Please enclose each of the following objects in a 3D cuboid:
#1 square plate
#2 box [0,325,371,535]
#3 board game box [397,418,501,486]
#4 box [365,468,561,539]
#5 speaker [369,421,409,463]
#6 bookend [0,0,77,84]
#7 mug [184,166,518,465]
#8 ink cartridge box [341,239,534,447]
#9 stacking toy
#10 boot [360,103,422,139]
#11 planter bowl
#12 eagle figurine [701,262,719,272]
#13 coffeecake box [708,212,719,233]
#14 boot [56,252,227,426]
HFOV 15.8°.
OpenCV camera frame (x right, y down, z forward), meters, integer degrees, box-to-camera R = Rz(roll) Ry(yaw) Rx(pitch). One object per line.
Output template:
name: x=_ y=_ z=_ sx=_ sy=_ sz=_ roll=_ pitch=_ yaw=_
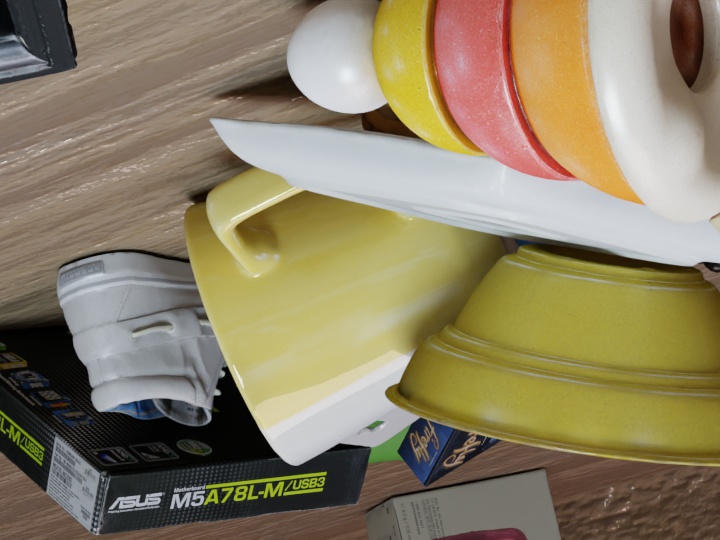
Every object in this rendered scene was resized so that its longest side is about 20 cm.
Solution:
square plate: x=0.063 y=-0.033 z=1.182 sx=0.200 sy=0.028 sz=0.198 roll=12 pitch=178 yaw=-42
box: x=-0.128 y=0.089 z=1.567 sx=0.193 sy=0.048 sz=0.200 roll=-5 pitch=-154 yaw=-37
board game box: x=0.108 y=0.056 z=1.721 sx=0.135 sy=0.035 sz=0.200 roll=-29 pitch=160 yaw=-28
box: x=0.123 y=0.315 z=3.091 sx=0.200 sy=0.109 sz=0.128 roll=-9 pitch=168 yaw=-18
speaker: x=-0.023 y=0.110 z=1.972 sx=0.200 sy=0.089 sz=0.088 roll=-4 pitch=166 yaw=-40
bookend: x=-0.186 y=-0.106 z=0.691 sx=0.198 sy=0.092 sz=0.200 roll=-11 pitch=168 yaw=-6
mug: x=0.004 y=0.008 z=1.351 sx=0.153 sy=0.150 sz=0.187 roll=-22 pitch=179 yaw=7
ink cartridge box: x=0.053 y=0.018 z=1.492 sx=0.200 sy=0.067 sz=0.116 roll=-35 pitch=163 yaw=13
stacking toy: x=0.053 y=-0.090 z=1.023 sx=0.200 sy=0.146 sz=0.146 roll=-1 pitch=176 yaw=32
boot: x=0.097 y=-0.093 z=1.162 sx=0.201 sy=0.071 sz=0.144 roll=-6 pitch=174 yaw=0
planter bowl: x=0.116 y=0.034 z=1.257 sx=0.200 sy=0.084 sz=0.200 roll=8 pitch=-175 yaw=-1
eagle figurine: x=0.243 y=-0.071 z=1.270 sx=0.151 sy=0.152 sz=0.200 roll=6 pitch=-172 yaw=39
coffeecake box: x=0.245 y=-0.086 z=1.030 sx=0.153 sy=0.073 sz=0.200 roll=-26 pitch=-154 yaw=49
boot: x=-0.104 y=0.047 z=1.531 sx=0.074 sy=0.096 sz=0.200 roll=-19 pitch=167 yaw=31
